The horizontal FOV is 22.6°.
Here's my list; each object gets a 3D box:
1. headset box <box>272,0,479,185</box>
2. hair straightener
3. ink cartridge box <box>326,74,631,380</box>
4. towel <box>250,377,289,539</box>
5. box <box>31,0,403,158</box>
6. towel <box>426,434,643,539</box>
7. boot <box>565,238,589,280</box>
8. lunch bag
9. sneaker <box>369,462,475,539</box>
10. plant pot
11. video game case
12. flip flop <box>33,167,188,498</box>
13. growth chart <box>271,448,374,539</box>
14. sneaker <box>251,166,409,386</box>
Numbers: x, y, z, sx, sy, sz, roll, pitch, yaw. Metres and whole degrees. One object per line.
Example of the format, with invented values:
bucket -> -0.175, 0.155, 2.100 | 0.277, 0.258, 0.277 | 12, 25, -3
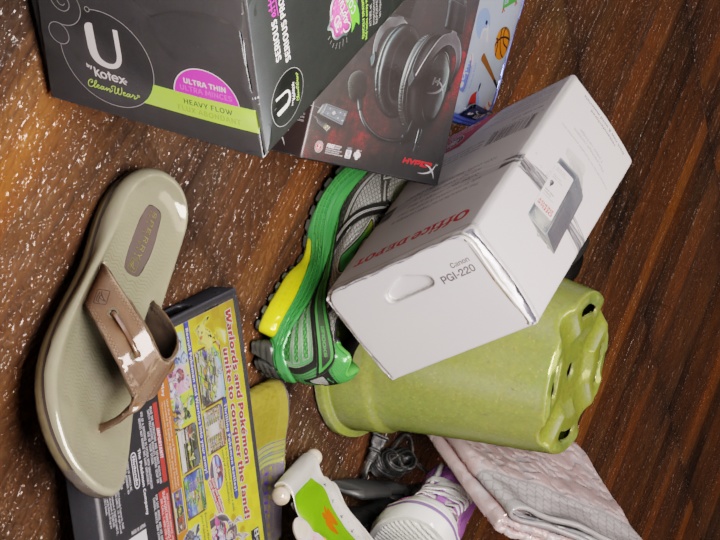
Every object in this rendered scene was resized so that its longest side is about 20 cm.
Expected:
headset box -> 0.004, -0.170, 1.208 | 0.148, 0.077, 0.202 | 9, 97, -50
hair straightener -> 0.024, 0.175, 1.514 | 0.200, 0.041, 0.078 | -1, 105, -64
ink cartridge box -> 0.085, -0.030, 1.253 | 0.085, 0.145, 0.200 | 53, 44, -14
towel -> -0.107, 0.167, 1.259 | 0.200, 0.023, 0.145 | -27, 128, -58
box -> -0.070, -0.181, 0.995 | 0.200, 0.147, 0.125 | -52, 148, -41
towel -> 0.150, 0.178, 1.524 | 0.199, 0.191, 0.032 | 24, 108, -35
boot -> 0.147, 0.063, 1.663 | 0.211, 0.079, 0.159 | -44, 135, -31
lunch bag -> 0.063, -0.205, 1.355 | 0.160, 0.075, 0.202 | 10, 93, -63
sneaker -> 0.060, 0.194, 1.481 | 0.115, 0.072, 0.201 | -61, 173, -20
plant pot -> 0.090, 0.059, 1.422 | 0.200, 0.183, 0.202 | -42, 140, -49
video game case -> -0.124, 0.131, 1.154 | 0.180, 0.025, 0.202 | -28, 115, -58
flip flop -> -0.133, 0.033, 1.050 | 0.081, 0.057, 0.202 | 43, 55, -48
growth chart -> 0.004, 0.220, 1.342 | 0.018, 0.201, 0.145 | -37, -171, 13
sneaker -> 0.000, 0.000, 1.318 | 0.201, 0.084, 0.078 | -66, 154, -21
